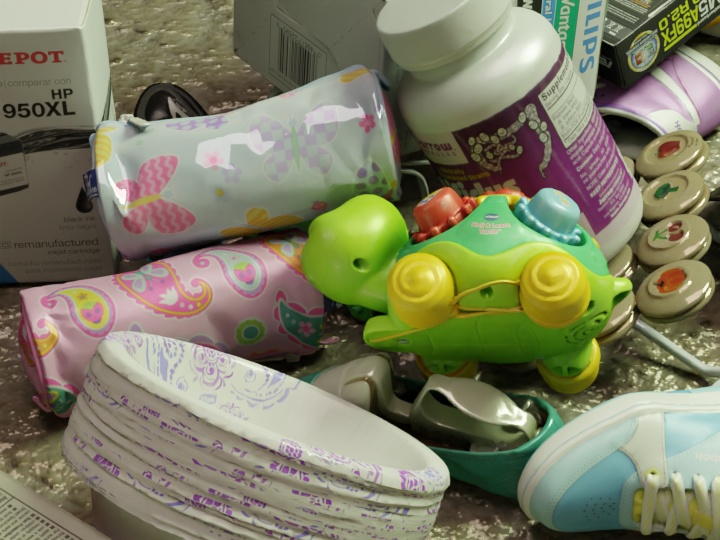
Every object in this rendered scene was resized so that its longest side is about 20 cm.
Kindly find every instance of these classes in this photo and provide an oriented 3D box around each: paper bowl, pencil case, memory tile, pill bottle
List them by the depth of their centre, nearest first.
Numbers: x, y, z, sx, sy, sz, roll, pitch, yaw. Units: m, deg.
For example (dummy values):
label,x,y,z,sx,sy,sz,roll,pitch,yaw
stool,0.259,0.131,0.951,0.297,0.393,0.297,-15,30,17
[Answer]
label,x,y,z,sx,sy,sz,roll,pitch,yaw
paper bowl,-0.061,0.115,0.887,0.200,0.105,0.201,21,3,-1
pencil case,-0.115,0.032,1.056,0.199,0.088,0.088,-13,39,-16
pencil case,-0.072,-0.068,1.066,0.199,0.083,0.091,-12,73,2
pill bottle,0.092,-0.095,1.069,0.112,0.200,0.113,-26,28,15
memory tile,0.159,-0.018,1.112,0.153,0.017,0.201,-20,32,23

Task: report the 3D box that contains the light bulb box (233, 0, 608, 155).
label,x,y,z,sx,sy,sz,roll,pitch,yaw
light bulb box,0.041,-0.194,1.201,0.199,0.125,0.198,-17,39,-29

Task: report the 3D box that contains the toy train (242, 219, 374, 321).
label,x,y,z,sx,sy,sz,roll,pitch,yaw
toy train,0.000,0.000,1.114,0.199,0.057,0.042,24,44,28

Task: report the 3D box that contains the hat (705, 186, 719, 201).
label,x,y,z,sx,sy,sz,roll,pitch,yaw
hat,0.314,-0.086,1.130,0.199,0.081,0.201,-5,7,1

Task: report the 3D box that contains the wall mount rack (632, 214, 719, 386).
label,x,y,z,sx,sy,sz,roll,pitch,yaw
wall mount rack,0.256,0.015,1.081,0.173,0.075,0.200,-2,26,48

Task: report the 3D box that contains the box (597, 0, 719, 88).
label,x,y,z,sx,sy,sz,roll,pitch,yaw
box,0.190,-0.235,1.295,0.160,0.044,0.200,-38,44,-16

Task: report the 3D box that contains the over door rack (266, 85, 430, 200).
label,x,y,z,sx,sy,sz,roll,pitch,yaw
over door rack,0.050,-0.099,1.234,0.199,0.067,0.148,-15,39,-25

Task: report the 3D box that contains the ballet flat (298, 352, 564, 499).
label,x,y,z,sx,sy,sz,roll,pitch,yaw
ballet flat,0.030,0.083,0.996,0.199,0.071,0.067,11,40,15

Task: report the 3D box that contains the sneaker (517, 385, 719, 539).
label,x,y,z,sx,sy,sz,roll,pitch,yaw
sneaker,0.197,0.129,0.927,0.199,0.080,0.131,-13,39,-13

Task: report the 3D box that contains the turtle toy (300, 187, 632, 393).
label,x,y,z,sx,sy,sz,roll,pitch,yaw
turtle toy,0.060,0.003,0.992,0.199,0.146,0.102,1,66,11

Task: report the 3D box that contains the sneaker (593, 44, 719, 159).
label,x,y,z,sx,sy,sz,roll,pitch,yaw
sneaker,0.179,-0.151,1.293,0.114,0.073,0.200,-33,48,-30

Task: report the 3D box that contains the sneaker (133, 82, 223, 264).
label,x,y,z,sx,sy,sz,roll,pitch,yaw
sneaker,-0.129,-0.078,1.194,0.070,0.083,0.200,-5,38,-6

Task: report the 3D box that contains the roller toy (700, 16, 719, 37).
label,x,y,z,sx,sy,sz,roll,pitch,yaw
roller toy,0.329,-0.286,1.405,0.181,0.140,0.201,-4,45,7

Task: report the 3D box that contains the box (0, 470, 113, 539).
label,x,y,z,sx,sy,sz,roll,pitch,yaw
box,-0.181,0.192,0.830,0.199,0.109,0.128,25,45,29

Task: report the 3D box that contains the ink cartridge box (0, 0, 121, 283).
label,x,y,z,sx,sy,sz,roll,pitch,yaw
ink cartridge box,-0.239,-0.094,1.121,0.144,0.201,0.084,-2,37,-1
